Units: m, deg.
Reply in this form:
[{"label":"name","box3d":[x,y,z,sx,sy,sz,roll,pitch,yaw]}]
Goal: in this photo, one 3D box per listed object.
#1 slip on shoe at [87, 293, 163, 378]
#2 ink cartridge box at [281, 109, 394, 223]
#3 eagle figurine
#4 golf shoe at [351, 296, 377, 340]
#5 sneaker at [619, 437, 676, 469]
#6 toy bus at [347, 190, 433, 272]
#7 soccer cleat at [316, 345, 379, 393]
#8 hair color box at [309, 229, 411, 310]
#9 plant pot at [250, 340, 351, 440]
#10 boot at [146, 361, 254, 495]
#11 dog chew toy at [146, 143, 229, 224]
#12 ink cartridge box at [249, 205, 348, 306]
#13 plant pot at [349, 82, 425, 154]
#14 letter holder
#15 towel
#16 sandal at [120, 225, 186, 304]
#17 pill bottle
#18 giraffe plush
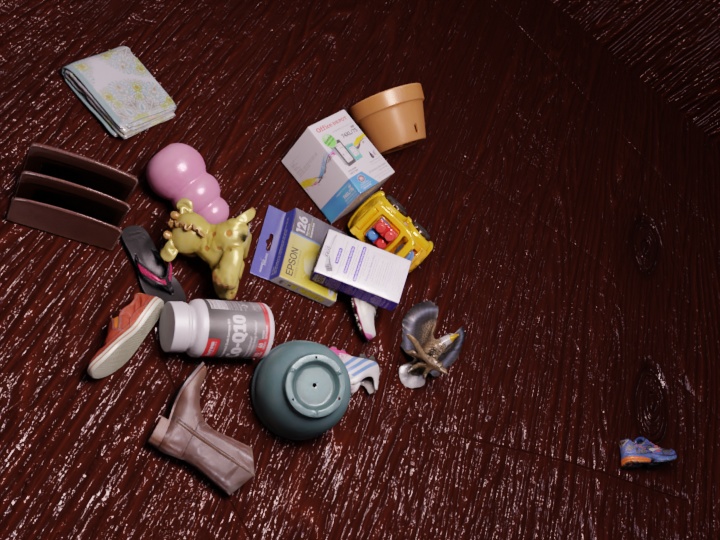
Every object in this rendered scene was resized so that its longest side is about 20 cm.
[{"label":"slip on shoe","box3d":[-0.440,0.118,1.366,0.061,0.074,0.200,23,50,7]},{"label":"ink cartridge box","box3d":[-0.056,-0.252,1.792,0.200,0.146,0.147,51,47,2]},{"label":"eagle figurine","box3d":[0.169,0.176,1.732,0.200,0.151,0.152,-66,154,-69]},{"label":"golf shoe","box3d":[0.019,0.056,1.688,0.091,0.075,0.200,-11,75,-3]},{"label":"sneaker","box3d":[0.770,0.483,1.984,0.200,0.075,0.079,10,55,-32]},{"label":"toy bus","box3d":[0.072,-0.074,1.730,0.200,0.136,0.192,44,9,-8]},{"label":"soccer cleat","box3d":[-0.043,0.215,1.576,0.200,0.070,0.086,13,57,-29]},{"label":"hair color box","box3d":[0.000,0.000,1.640,0.200,0.065,0.109,22,66,-7]},{"label":"plant pot","box3d":[-0.103,0.228,1.443,0.200,0.134,0.201,4,76,-17]},{"label":"boot","box3d":[-0.266,0.294,1.377,0.200,0.064,0.187,33,63,-10]},{"label":"dog chew toy","box3d":[-0.355,-0.168,1.558,0.200,0.124,0.125,51,47,-9]},{"label":"ink cartridge box","box3d":[-0.133,-0.041,1.684,0.200,0.047,0.198,26,52,-23]},{"label":"plant pot","box3d":[0.086,-0.392,1.959,0.200,0.200,0.140,-20,93,-41]},{"label":"letter holder","box3d":[-0.537,-0.138,1.392,0.200,0.142,0.101,18,55,-26]},{"label":"towel","box3d":[-0.522,-0.389,1.619,0.200,0.048,0.171,50,44,0]},{"label":"sandal","box3d":[-0.411,-0.009,1.469,0.075,0.045,0.200,-25,80,-42]},{"label":"pill bottle","box3d":[-0.279,0.114,1.442,0.200,0.114,0.114,5,61,-33]},{"label":"giraffe plush","box3d":[-0.310,-0.053,1.488,0.162,0.200,0.173,14,49,-5]}]
